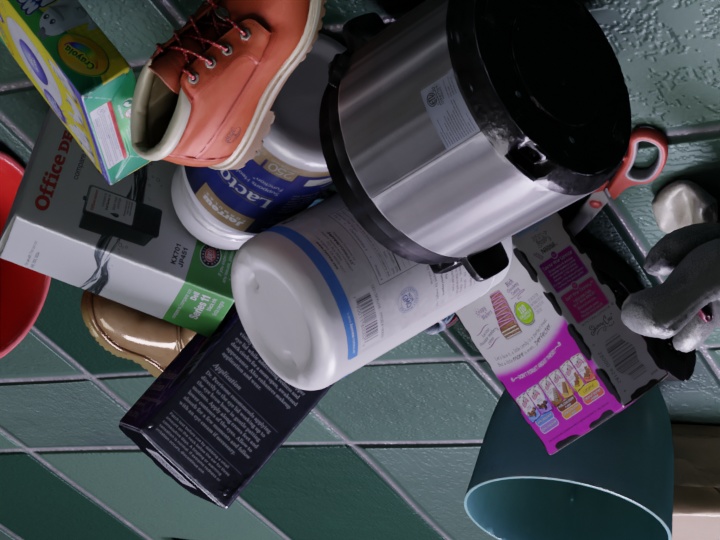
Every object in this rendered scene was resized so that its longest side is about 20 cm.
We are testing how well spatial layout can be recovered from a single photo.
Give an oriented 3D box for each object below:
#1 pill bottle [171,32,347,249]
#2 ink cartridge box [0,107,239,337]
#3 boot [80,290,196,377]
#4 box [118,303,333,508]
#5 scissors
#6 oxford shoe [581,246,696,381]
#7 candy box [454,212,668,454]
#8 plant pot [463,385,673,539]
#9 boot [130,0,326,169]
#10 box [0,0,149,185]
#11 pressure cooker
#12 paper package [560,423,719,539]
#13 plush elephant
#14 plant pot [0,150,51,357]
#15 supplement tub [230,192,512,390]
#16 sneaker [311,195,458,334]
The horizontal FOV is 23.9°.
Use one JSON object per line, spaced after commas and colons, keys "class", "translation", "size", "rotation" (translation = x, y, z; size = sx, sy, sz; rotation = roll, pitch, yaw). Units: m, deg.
{"class": "pill bottle", "translation": [-0.075, -0.096, 1.351], "size": [0.115, 0.117, 0.200], "rotation": [23, 150, -16]}
{"class": "ink cartridge box", "translation": [-0.191, -0.053, 1.451], "size": [0.198, 0.148, 0.083], "rotation": [20, 149, -13]}
{"class": "boot", "translation": [-0.145, 0.037, 1.649], "size": [0.198, 0.067, 0.175], "rotation": [-21, 141, 29]}
{"class": "box", "translation": [-0.105, 0.099, 1.508], "size": [0.104, 0.200, 0.148], "rotation": [43, 166, -10]}
{"class": "scissors", "translation": [0.203, -0.060, 1.392], "size": [0.072, 0.014, 0.201], "rotation": [10, 150, 5]}
{"class": "oxford shoe", "translation": [0.216, 0.047, 1.517], "size": [0.084, 0.073, 0.200], "rotation": [-6, 145, 40]}
{"class": "candy box", "translation": [0.152, 0.040, 1.432], "size": [0.201, 0.061, 0.136], "rotation": [56, 149, 6]}
{"class": "plant pot", "translation": [0.211, 0.169, 1.640], "size": [0.198, 0.163, 0.201], "rotation": [11, 152, 6]}
{"class": "boot", "translation": [-0.094, -0.159, 1.183], "size": [0.075, 0.202, 0.107], "rotation": [36, -156, 31]}
{"class": "box", "translation": [-0.227, -0.171, 1.253], "size": [0.201, 0.048, 0.118], "rotation": [52, 165, 27]}
{"class": "pressure cooker", "translation": [0.067, -0.103, 1.197], "size": [0.178, 0.178, 0.199], "rotation": [27, 141, -33]}
{"class": "paper package", "translation": [0.328, 0.248, 1.787], "size": [0.188, 0.104, 0.200], "rotation": [1, 148, 24]}
{"class": "plush elephant", "translation": [0.294, 0.011, 1.348], "size": [0.164, 0.201, 0.155], "rotation": [31, 172, -4]}
{"class": "plant pot", "translation": [-0.414, -0.019, 1.588], "size": [0.176, 0.202, 0.200], "rotation": [6, 153, 39]}
{"class": "supplement tub", "translation": [0.009, -0.003, 1.355], "size": [0.132, 0.199, 0.133], "rotation": [35, 140, 36]}
{"class": "sneaker", "translation": [0.000, 0.000, 1.507], "size": [0.198, 0.096, 0.080], "rotation": [14, 150, 0]}
